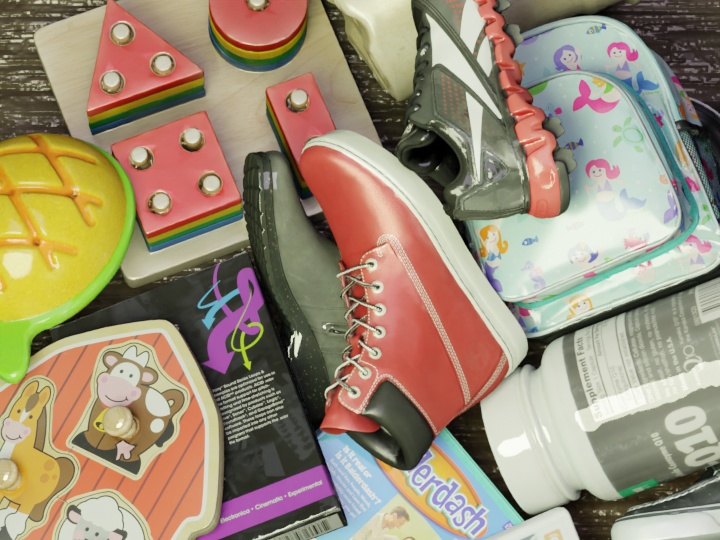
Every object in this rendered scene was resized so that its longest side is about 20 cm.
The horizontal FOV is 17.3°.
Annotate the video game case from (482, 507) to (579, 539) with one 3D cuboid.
[{"bbox_3d":[0.075,0.273,1.510,0.200,0.023,0.182,-22,94,-11],"label":"video game case"}]

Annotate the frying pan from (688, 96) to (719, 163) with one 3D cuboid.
[{"bbox_3d":[0.249,-0.069,1.646,0.190,0.031,0.115,-2,75,-1],"label":"frying pan"}]

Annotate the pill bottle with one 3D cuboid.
[{"bbox_3d":[0.187,0.082,1.533,0.200,0.113,0.113,-22,74,15],"label":"pill bottle"}]

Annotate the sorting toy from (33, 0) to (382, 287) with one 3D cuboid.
[{"bbox_3d":[-0.102,-0.119,1.631,0.200,0.070,0.199,-20,75,-8],"label":"sorting toy"}]

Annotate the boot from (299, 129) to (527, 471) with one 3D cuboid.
[{"bbox_3d":[0.001,0.021,1.486,0.144,0.072,0.200,-42,100,-30],"label":"boot"}]

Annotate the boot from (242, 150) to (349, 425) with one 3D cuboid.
[{"bbox_3d":[0.000,0.000,1.576,0.130,0.068,0.200,-17,108,-9],"label":"boot"}]

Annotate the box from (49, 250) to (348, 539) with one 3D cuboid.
[{"bbox_3d":[-0.106,0.099,1.518,0.143,0.036,0.200,-21,62,1],"label":"box"}]

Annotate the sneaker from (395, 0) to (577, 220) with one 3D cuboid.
[{"bbox_3d":[0.059,-0.113,1.482,0.098,0.071,0.201,-17,65,-9],"label":"sneaker"}]

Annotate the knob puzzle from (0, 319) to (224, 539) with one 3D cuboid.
[{"bbox_3d":[-0.173,0.116,1.487,0.219,0.030,0.220,-8,63,17],"label":"knob puzzle"}]

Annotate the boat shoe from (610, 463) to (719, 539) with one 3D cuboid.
[{"bbox_3d":[0.257,0.141,1.565,0.200,0.072,0.068,-12,76,-8],"label":"boat shoe"}]

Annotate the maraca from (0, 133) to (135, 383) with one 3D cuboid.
[{"bbox_3d":[-0.230,-0.008,1.543,0.137,0.107,0.200,22,64,22],"label":"maraca"}]

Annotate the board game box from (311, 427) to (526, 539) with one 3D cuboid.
[{"bbox_3d":[-0.006,0.184,1.534,0.200,0.045,0.152,-40,92,-9],"label":"board game box"}]

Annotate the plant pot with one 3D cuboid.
[{"bbox_3d":[0.064,-0.219,1.618,0.183,0.200,0.201,-34,77,-1],"label":"plant pot"}]

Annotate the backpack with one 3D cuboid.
[{"bbox_3d":[0.143,-0.065,1.568,0.177,0.151,0.200,-22,73,17],"label":"backpack"}]
